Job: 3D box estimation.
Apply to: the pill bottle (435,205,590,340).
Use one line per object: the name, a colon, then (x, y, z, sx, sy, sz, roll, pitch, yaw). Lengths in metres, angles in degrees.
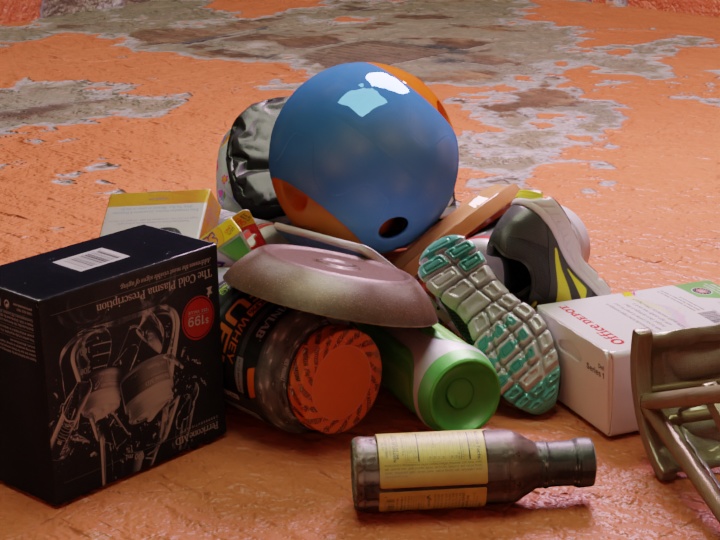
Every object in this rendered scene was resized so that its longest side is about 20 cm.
pill bottle: (0.167, -0.001, 1.771, 0.115, 0.117, 0.200, 8, 19, 26)

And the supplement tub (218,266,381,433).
supplement tub: (-0.080, 0.075, 1.537, 0.122, 0.123, 0.199, -16, 23, -38)

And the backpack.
backpack: (-0.105, -0.088, 1.932, 0.126, 0.200, 0.168, 2, 61, 0)

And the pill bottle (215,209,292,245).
pill bottle: (-0.160, -0.010, 1.820, 0.199, 0.115, 0.114, 15, 24, 41)

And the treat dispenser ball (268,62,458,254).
treat dispenser ball: (0.003, -0.116, 1.744, 0.199, 0.202, 0.201, -1, 18, 0)

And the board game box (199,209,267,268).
board game box: (-0.174, 0.024, 1.615, 0.200, 0.096, 0.030, -38, 61, -7)

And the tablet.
tablet: (0.000, 0.000, 1.682, 0.130, 0.014, 0.200, 40, -11, -28)

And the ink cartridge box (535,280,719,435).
ink cartridge box: (0.282, 0.079, 1.569, 0.199, 0.085, 0.145, -8, 19, -21)

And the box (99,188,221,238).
box: (-0.221, 0.010, 1.724, 0.118, 0.042, 0.201, -1, 60, 19)

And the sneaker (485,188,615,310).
sneaker: (0.184, 0.017, 1.638, 0.085, 0.200, 0.074, -42, 23, -20)

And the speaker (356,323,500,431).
speaker: (0.054, 0.085, 1.561, 0.088, 0.089, 0.200, -8, 19, -21)

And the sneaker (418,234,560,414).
sneaker: (0.133, 0.057, 1.595, 0.077, 0.091, 0.201, -32, 62, 3)

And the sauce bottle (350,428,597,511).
sauce bottle: (0.091, 0.162, 1.361, 0.199, 0.065, 0.065, -1, 18, -5)

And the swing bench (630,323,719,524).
swing bench: (0.352, 0.120, 1.380, 0.198, 0.131, 0.200, -6, 13, -13)

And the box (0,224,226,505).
box: (-0.223, 0.076, 1.447, 0.104, 0.183, 0.199, 15, 25, 40)

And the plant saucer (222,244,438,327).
plant saucer: (-0.024, 0.009, 1.509, 0.199, 0.037, 0.200, 12, 9, -2)

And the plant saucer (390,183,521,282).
plant saucer: (0.089, -0.031, 1.799, 0.200, 0.032, 0.200, -39, -4, -4)

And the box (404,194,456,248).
box: (0.028, -0.058, 1.940, 0.136, 0.040, 0.200, -4, -9, -8)
